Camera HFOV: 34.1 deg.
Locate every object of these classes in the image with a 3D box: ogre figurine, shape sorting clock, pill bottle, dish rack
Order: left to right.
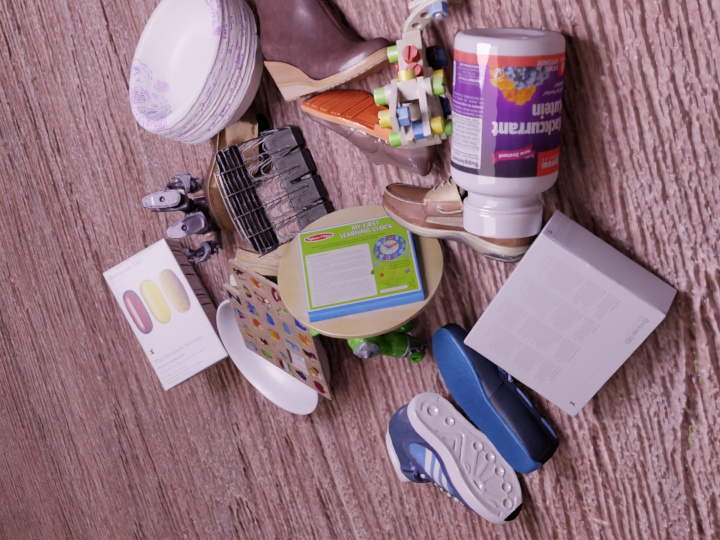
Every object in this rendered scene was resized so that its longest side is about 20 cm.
[{"bbox_3d":[-0.115,-0.098,1.468,0.054,0.200,0.154,-22,95,34],"label":"dish rack"},{"bbox_3d":[-0.006,0.043,1.471,0.098,0.120,0.201,-23,91,30],"label":"ogre figurine"},{"bbox_3d":[0.000,0.000,1.395,0.200,0.200,0.039,36,157,29],"label":"shape sorting clock"},{"bbox_3d":[0.148,-0.140,1.188,0.111,0.111,0.201,17,115,42],"label":"pill bottle"}]

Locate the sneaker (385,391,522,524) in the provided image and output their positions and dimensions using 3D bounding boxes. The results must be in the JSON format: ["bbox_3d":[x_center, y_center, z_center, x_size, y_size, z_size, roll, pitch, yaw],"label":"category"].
[{"bbox_3d":[0.112,0.258,1.516,0.200,0.080,0.147,49,148,11],"label":"sneaker"}]

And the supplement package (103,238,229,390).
[{"bbox_3d":[-0.287,0.065,1.786,0.201,0.113,0.110,60,-178,2],"label":"supplement package"}]

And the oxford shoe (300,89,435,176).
[{"bbox_3d":[0.005,-0.162,1.394,0.199,0.071,0.073,26,137,39],"label":"oxford shoe"}]

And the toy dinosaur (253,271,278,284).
[{"bbox_3d":[-0.062,0.052,1.551,0.199,0.048,0.088,22,141,-16],"label":"toy dinosaur"}]

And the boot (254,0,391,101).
[{"bbox_3d":[-0.055,-0.296,1.380,0.199,0.072,0.167,-8,102,46],"label":"boot"}]

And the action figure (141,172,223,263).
[{"bbox_3d":[-0.241,-0.079,1.658,0.200,0.069,0.131,4,-118,-84],"label":"action figure"}]

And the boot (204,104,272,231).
[{"bbox_3d":[-0.162,-0.134,1.602,0.075,0.074,0.201,23,126,26],"label":"boot"}]

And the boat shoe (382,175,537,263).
[{"bbox_3d":[0.117,-0.073,1.323,0.199,0.076,0.074,20,120,31],"label":"boat shoe"}]

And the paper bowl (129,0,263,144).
[{"bbox_3d":[-0.201,-0.260,1.500,0.200,0.104,0.202,-20,62,45],"label":"paper bowl"}]

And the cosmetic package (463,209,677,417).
[{"bbox_3d":[0.220,0.051,1.255,0.150,0.052,0.200,36,137,6],"label":"cosmetic package"}]

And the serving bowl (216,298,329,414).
[{"bbox_3d":[-0.114,0.106,1.669,0.200,0.066,0.201,32,146,26],"label":"serving bowl"}]

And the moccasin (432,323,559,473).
[{"bbox_3d":[0.160,0.147,1.401,0.201,0.068,0.080,58,149,8],"label":"moccasin"}]

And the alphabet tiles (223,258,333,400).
[{"bbox_3d":[-0.115,0.073,1.546,0.167,0.008,0.201,28,148,33],"label":"alphabet tiles"}]

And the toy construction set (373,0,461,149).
[{"bbox_3d":[0.062,-0.215,1.238,0.091,0.201,0.131,4,162,19],"label":"toy construction set"}]

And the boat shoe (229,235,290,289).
[{"bbox_3d":[-0.105,-0.011,1.605,0.199,0.071,0.077,-1,87,37],"label":"boat shoe"}]
